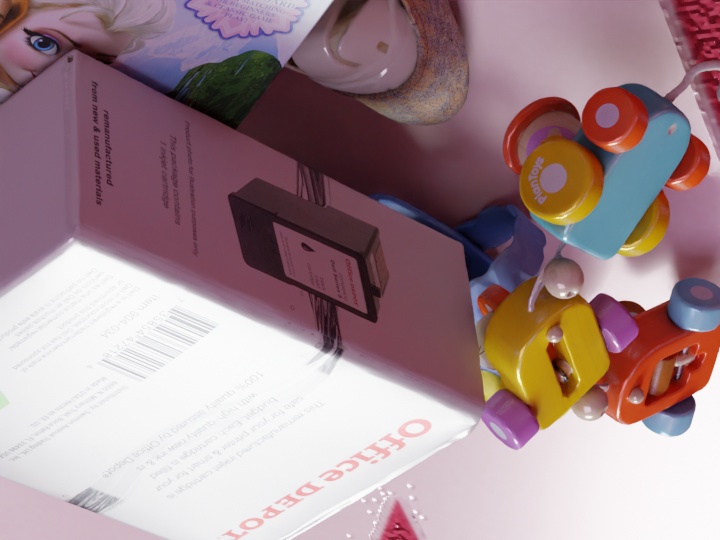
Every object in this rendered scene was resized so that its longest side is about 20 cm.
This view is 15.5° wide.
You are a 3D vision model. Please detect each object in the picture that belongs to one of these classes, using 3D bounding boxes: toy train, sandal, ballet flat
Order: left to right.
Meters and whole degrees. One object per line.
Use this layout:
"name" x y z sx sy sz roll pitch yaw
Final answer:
"ballet flat" -0.018 -0.116 0.989 0.068 0.067 0.200 -8 130 28
"sandal" 0.000 0.000 1.097 0.200 0.080 0.087 9 132 2
"toy train" 0.100 -0.010 1.030 0.056 0.150 0.200 38 138 33

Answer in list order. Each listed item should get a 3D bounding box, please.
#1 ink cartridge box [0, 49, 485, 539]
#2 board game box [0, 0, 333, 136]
"ink cartridge box" -0.074 0.021 0.986 0.200 0.084 0.145 26 135 -38
"board game box" -0.132 -0.089 0.931 0.200 0.041 0.200 14 141 -24
